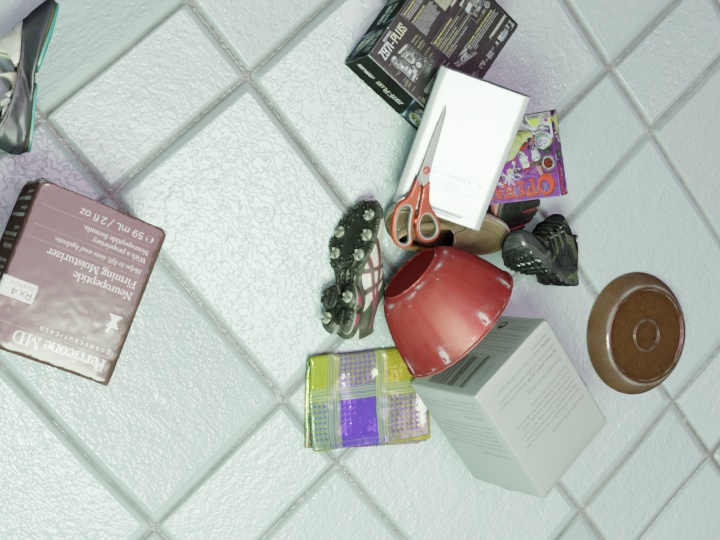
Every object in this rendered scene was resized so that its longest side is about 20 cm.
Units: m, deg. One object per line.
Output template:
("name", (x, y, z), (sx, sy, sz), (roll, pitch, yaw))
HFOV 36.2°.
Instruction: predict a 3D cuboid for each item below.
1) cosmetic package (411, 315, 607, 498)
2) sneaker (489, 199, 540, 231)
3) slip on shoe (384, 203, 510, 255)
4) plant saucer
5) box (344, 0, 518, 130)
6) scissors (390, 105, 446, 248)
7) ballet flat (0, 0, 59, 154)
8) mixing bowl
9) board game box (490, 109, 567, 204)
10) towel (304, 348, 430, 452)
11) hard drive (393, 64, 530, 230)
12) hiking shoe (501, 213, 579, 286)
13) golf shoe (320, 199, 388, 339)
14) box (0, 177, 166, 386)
("cosmetic package", (0.217, 0.193, 1.607), (0.165, 0.164, 0.201), (-44, 113, -23))
("sneaker", (0.223, -0.148, 1.663), (0.073, 0.087, 0.202), (-10, 120, -23))
("slip on shoe", (0.131, -0.050, 1.610), (0.198, 0.061, 0.076), (12, 127, -22))
("plant saucer", (0.460, 0.104, 1.801), (0.199, 0.034, 0.202), (-1, 92, -25))
("box", (0.103, -0.326, 1.588), (0.163, 0.086, 0.201), (39, 76, -21))
("scissors", (0.082, -0.128, 1.529), (0.072, 0.014, 0.202), (-1, 108, -13))
("ballet flat", (-0.424, -0.245, 1.360), (0.072, 0.073, 0.202), (12, 90, -24))
("mixing bowl", (0.105, 0.039, 1.545), (0.108, 0.200, 0.200), (45, 75, -17))
("board game box", (0.196, -0.157, 1.584), (0.032, 0.199, 0.121), (-24, 105, -52))
("towel", (0.014, 0.187, 1.603), (0.198, 0.023, 0.145), (0, 93, -25))
("hard drive", (0.140, -0.171, 1.544), (0.131, 0.027, 0.201), (19, 108, -3))
("hiking shoe", (0.273, -0.042, 1.670), (0.200, 0.075, 0.102), (27, 68, -54))
("golf shoe", (0.000, 0.000, 1.574), (0.088, 0.077, 0.202), (22, 80, -50))
("box", (-0.361, 0.012, 1.345), (0.165, 0.164, 0.202), (23, 83, -24))
